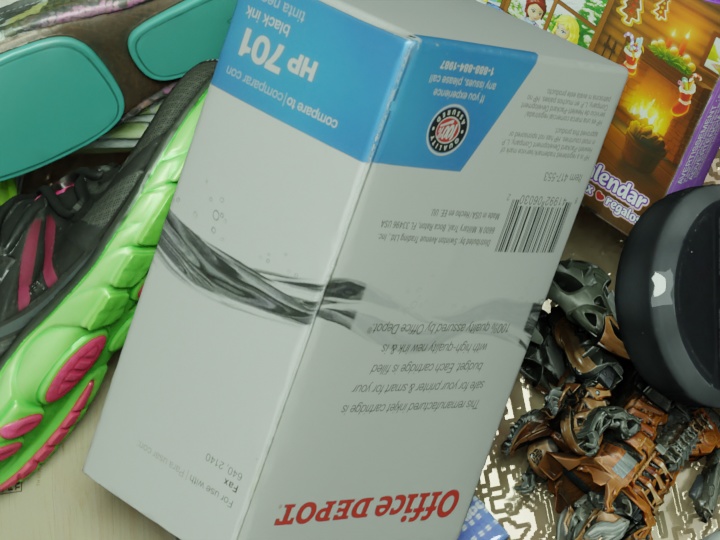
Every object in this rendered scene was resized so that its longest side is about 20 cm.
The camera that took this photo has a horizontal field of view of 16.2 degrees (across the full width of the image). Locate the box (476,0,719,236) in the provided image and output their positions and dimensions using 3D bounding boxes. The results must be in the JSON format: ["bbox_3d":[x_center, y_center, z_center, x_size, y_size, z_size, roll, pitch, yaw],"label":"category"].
[{"bbox_3d":[0.070,-0.121,1.033,0.200,0.039,0.137,35,122,23],"label":"box"}]

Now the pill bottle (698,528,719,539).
[{"bbox_3d":[0.164,0.147,0.969,0.109,0.200,0.110,0,80,-1],"label":"pill bottle"}]

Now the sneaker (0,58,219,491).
[{"bbox_3d":[-0.112,-0.007,0.945,0.084,0.077,0.200,44,98,18],"label":"sneaker"}]

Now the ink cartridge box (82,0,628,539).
[{"bbox_3d":[0.000,0.000,0.927,0.086,0.146,0.200,30,106,33],"label":"ink cartridge box"}]

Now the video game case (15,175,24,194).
[{"bbox_3d":[-0.215,-0.062,1.094,0.143,0.018,0.200,10,79,1],"label":"video game case"}]

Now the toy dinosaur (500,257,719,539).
[{"bbox_3d":[0.097,0.039,1.057,0.136,0.102,0.200,22,42,-11],"label":"toy dinosaur"}]

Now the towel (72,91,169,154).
[{"bbox_3d":[-0.090,-0.142,1.041,0.171,0.048,0.200,0,76,30],"label":"towel"}]

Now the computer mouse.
[{"bbox_3d":[0.159,0.018,1.024,0.053,0.200,0.139,-2,83,41],"label":"computer mouse"}]

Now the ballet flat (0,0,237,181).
[{"bbox_3d":[-0.098,-0.094,0.964,0.200,0.069,0.071,-25,49,4],"label":"ballet flat"}]

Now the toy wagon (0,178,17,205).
[{"bbox_3d":[-0.210,-0.030,1.028,0.155,0.040,0.200,-10,73,24],"label":"toy wagon"}]

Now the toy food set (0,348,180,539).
[{"bbox_3d":[-0.129,0.092,1.007,0.143,0.060,0.200,-10,64,15],"label":"toy food set"}]

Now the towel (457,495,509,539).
[{"bbox_3d":[-0.053,0.079,1.036,0.145,0.024,0.200,-35,66,-13],"label":"towel"}]
